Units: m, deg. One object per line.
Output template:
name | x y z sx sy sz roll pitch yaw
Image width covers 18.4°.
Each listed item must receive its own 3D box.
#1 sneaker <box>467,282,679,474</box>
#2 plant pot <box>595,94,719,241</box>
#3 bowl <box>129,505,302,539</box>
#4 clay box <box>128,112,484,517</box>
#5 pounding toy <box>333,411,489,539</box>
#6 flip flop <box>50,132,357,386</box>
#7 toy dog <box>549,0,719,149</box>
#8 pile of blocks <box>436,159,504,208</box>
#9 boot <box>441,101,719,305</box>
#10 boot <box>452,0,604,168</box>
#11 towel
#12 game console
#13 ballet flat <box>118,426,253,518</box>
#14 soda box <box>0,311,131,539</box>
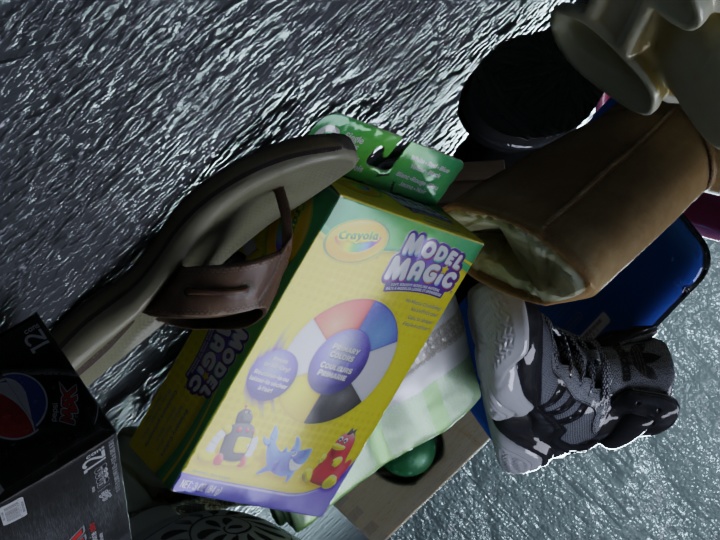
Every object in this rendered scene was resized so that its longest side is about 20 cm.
sneaker | 0.125 0.053 1.292 0.113 0.076 0.200 -12 153 1
plant pot | 0.284 -0.148 1.570 0.200 0.200 0.179 -52 -176 43
bowl | -0.113 0.197 1.267 0.201 0.094 0.201 -37 163 -13
clay box | -0.020 0.025 1.124 0.115 0.048 0.200 16 110 -46
pounding toy | 0.033 0.097 1.784 0.184 0.142 0.200 -46 -178 15
flip flop | -0.075 0.010 1.030 0.200 0.058 0.081 -41 167 2
toy dog | 0.234 -0.168 1.198 0.200 0.194 0.140 -39 157 -23
pile of blocks | 0.000 0.000 1.280 0.200 0.082 0.062 -29 171 -3
boot | 0.168 -0.035 1.207 0.200 0.175 0.066 -35 133 -42
boot | 0.075 -0.069 1.364 0.165 0.066 0.200 -33 171 -42
towel | -0.007 0.042 1.201 0.149 0.031 0.200 -33 135 -14
game console | 0.140 -0.004 1.437 0.118 0.171 0.200 -3 141 -51
ballet flat | -0.101 0.114 1.313 0.200 0.075 0.068 -17 -130 31
soda box | -0.146 0.099 0.992 0.063 0.071 0.200 -31 159 -17
